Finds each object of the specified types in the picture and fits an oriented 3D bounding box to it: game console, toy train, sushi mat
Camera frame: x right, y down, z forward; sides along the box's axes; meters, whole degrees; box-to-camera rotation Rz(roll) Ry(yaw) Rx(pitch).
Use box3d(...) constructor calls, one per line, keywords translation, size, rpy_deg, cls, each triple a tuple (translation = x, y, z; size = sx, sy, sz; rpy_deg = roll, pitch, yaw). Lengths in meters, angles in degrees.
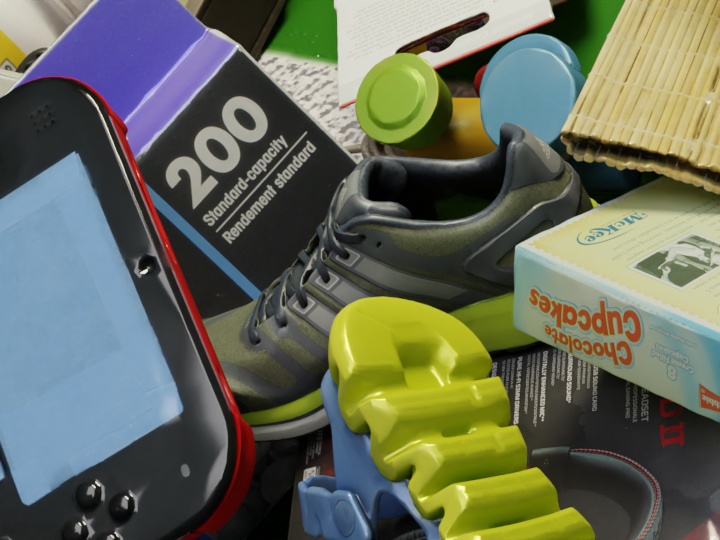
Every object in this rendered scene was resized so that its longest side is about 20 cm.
box3d(translation=(-0.143, 0.040, 0.895), size=(0.177, 0.031, 0.200), rpy_deg=(-29, 65, 10), cls="game console")
box3d(translation=(0.035, -0.056, 0.968), size=(0.200, 0.116, 0.085), rpy_deg=(4, 78, 35), cls="toy train")
box3d(translation=(0.141, -0.077, 0.902), size=(0.095, 0.012, 0.200), rpy_deg=(16, 30, 9), cls="sushi mat")

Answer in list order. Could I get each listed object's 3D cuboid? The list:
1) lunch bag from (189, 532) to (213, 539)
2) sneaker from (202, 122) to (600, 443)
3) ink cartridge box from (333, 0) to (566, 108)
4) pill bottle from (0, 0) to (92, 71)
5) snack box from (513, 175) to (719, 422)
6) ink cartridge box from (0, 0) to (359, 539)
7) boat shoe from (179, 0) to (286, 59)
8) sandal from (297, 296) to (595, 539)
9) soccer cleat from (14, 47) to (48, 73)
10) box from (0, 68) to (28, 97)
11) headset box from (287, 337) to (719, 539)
box3d(translation=(-0.086, 0.223, 0.884), size=(0.150, 0.094, 0.200), rpy_deg=(-24, 66, 14), cls="lunch bag")
box3d(translation=(0.000, 0.000, 0.890), size=(0.200, 0.081, 0.074), rpy_deg=(-23, 32, 13), cls="sneaker")
box3d(translation=(0.045, -0.144, 1.068), size=(0.109, 0.050, 0.200), rpy_deg=(-21, 41, 19), cls="ink cartridge box")
box3d(translation=(-0.218, -0.094, 1.177), size=(0.200, 0.114, 0.114), rpy_deg=(-50, 46, -8), cls="pill bottle")
box3d(translation=(0.165, -0.008, 0.838), size=(0.200, 0.037, 0.116), rpy_deg=(-24, 34, -36), cls="snack box")
box3d(translation=(-0.086, 0.007, 0.966), size=(0.198, 0.200, 0.043), rpy_deg=(-48, 11, -6), cls="ink cartridge box")
box3d(translation=(-0.055, -0.185, 1.166), size=(0.068, 0.072, 0.200), rpy_deg=(22, 72, 41), cls="boat shoe")
box3d(translation=(0.035, 0.107, 0.792), size=(0.087, 0.079, 0.200), rpy_deg=(-59, 43, 38), cls="sandal")
box3d(translation=(-0.097, -0.022, 1.083), size=(0.068, 0.073, 0.200), rpy_deg=(-47, 58, 29), cls="soccer cleat")
box3d(translation=(-0.164, 0.012, 1.032), size=(0.095, 0.078, 0.201), rpy_deg=(17, 95, 40), cls="box")
box3d(translation=(0.075, 0.102, 0.864), size=(0.200, 0.075, 0.149), rpy_deg=(-13, 50, 25), cls="headset box")
